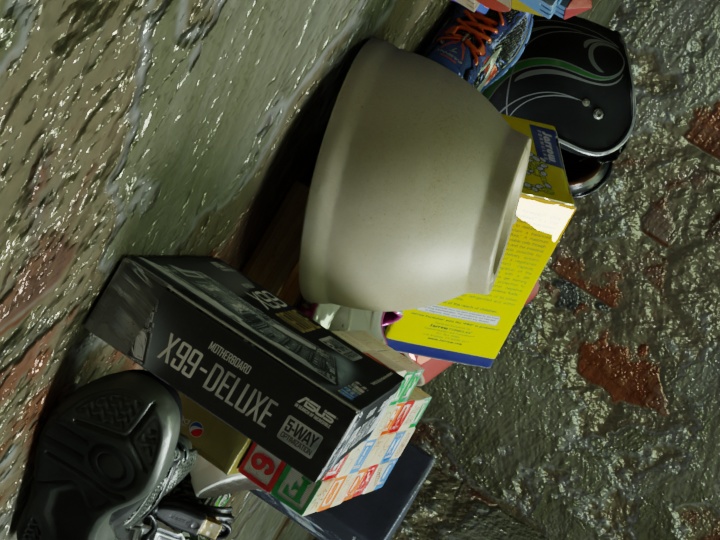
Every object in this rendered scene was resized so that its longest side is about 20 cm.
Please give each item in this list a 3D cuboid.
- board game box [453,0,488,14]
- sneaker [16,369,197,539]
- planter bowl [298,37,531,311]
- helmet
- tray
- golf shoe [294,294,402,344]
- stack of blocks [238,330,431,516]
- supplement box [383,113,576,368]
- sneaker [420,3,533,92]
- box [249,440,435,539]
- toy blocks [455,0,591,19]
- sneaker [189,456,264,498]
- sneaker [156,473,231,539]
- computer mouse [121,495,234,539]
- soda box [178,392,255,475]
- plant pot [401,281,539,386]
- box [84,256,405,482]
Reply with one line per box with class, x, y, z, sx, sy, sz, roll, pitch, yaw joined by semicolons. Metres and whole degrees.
board game box;0.095;-0.263;1.026;0.135;0.045;0.200;-60;173;12
sneaker;-0.143;0.103;0.855;0.114;0.076;0.200;-53;175;-44
planter bowl;0.049;-0.057;1.030;0.200;0.133;0.202;15;90;-80
helmet;0.164;-0.156;1.378;0.200;0.189;0.202;178;-90;-90
tray;-0.078;0.024;1.099;0.201;0.037;0.099;-60;172;7
golf shoe;0.000;0.000;1.202;0.075;0.091;0.201;-46;-162;49
stack of blocks;-0.006;0.109;1.048;0.116;0.058;0.200;-60;164;6
supplement box;0.094;-0.028;1.223;0.109;0.108;0.201;-95;-158;-48
sneaker;0.090;-0.185;1.225;0.201;0.075;0.078;-60;169;2
box;-0.037;0.214;1.515;0.118;0.199;0.197;-55;172;-17
toy blocks;0.074;-0.196;0.804;0.100;0.136;0.200;-57;172;-3
sneaker;-0.087;0.146;1.229;0.072;0.085;0.200;-29;163;21
sneaker;-0.154;0.197;1.217;0.200;0.077;0.086;-83;-162;-87
computer mouse;-0.170;0.199;1.065;0.200;0.109;0.044;131;-30;-55
soda box;-0.075;0.107;1.060;0.068;0.064;0.200;-59;164;3
plant pot;0.078;0.022;1.622;0.177;0.200;0.201;-45;170;-14
box;-0.061;0.052;0.851;0.050;0.157;0.200;-58;172;5
